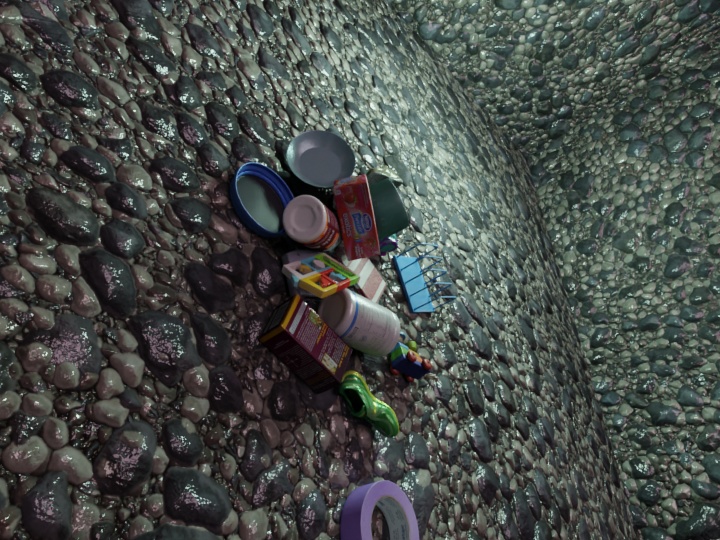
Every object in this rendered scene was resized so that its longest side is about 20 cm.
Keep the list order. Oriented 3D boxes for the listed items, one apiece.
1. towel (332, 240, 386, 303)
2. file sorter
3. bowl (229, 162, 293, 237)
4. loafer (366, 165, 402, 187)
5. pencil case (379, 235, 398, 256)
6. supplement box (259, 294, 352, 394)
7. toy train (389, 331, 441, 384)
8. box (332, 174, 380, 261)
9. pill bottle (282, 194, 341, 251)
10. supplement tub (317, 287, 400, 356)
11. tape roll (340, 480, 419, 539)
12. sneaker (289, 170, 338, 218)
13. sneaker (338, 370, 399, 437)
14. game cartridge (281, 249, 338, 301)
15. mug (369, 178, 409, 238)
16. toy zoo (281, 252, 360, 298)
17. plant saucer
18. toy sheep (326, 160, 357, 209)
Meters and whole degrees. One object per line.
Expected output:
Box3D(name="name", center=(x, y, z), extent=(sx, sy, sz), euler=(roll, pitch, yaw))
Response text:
Box3D(name="towel", center=(0.000, 0.000, 1.531), extent=(0.202, 0.022, 0.145), euler=(55, 32, -13))
Box3D(name="file sorter", center=(0.218, 0.024, 1.714), extent=(0.137, 0.122, 0.204), euler=(5, 62, -52))
Box3D(name="bowl", center=(-0.247, -0.176, 1.311), extent=(0.199, 0.039, 0.204), euler=(33, 43, -36))
Box3D(name="loafer", center=(0.075, -0.334, 1.840), extent=(0.198, 0.075, 0.070), euler=(2, 52, -58))
Box3D(name="pencil case", center=(0.062, -0.158, 1.669), extent=(0.083, 0.093, 0.204), euler=(-4, 66, -18))
Box3D(name="supplement box", center=(-0.122, 0.171, 1.183), extent=(0.200, 0.085, 0.111), euler=(47, 35, -19))
Box3D(name="toy train", center=(0.161, 0.261, 1.513), extent=(0.198, 0.084, 0.117), euler=(31, 30, -37))
Box3D(name="box", center=(-0.010, -0.142, 1.377), extent=(0.100, 0.093, 0.204), euler=(-94, 173, -68))
Box3D(name="pill bottle", center=(-0.116, -0.113, 1.321), extent=(0.200, 0.112, 0.116), euler=(29, 38, -76))
Box3D(name="supplement tub", center=(-0.005, 0.135, 1.327), extent=(0.198, 0.131, 0.134), euler=(28, 45, -40))
Box3D(name="tape roll", center=(0.045, 0.577, 1.133), extent=(0.199, 0.065, 0.204), euler=(33, 42, -35))
Box3D(name="sneaker", center=(-0.123, -0.218, 1.461), extent=(0.202, 0.090, 0.076), euler=(56, 36, -6))
Box3D(name="sneaker", center=(0.013, 0.341, 1.258), extent=(0.200, 0.074, 0.084), euler=(47, 33, -4))
Box3D(name="game cartridge", center=(-0.120, 0.013, 1.347), extent=(0.198, 0.040, 0.136), euler=(8, 63, -51))
Box3D(name="mug", center=(0.063, -0.162, 1.507), extent=(0.153, 0.113, 0.187), euler=(-120, -173, -48))
Box3D(name="toy zoo", center=(-0.102, 0.012, 1.258), extent=(0.130, 0.021, 0.199), euler=(31, 26, 22))
Box3D(name="plant saucer", center=(-0.111, -0.305, 1.446), extent=(0.196, 0.039, 0.205), euler=(5, 61, -9))
Box3D(name="toy sheep", center=(-0.061, -0.247, 1.528), extent=(0.136, 0.137, 0.203), euler=(5, 57, -51))
